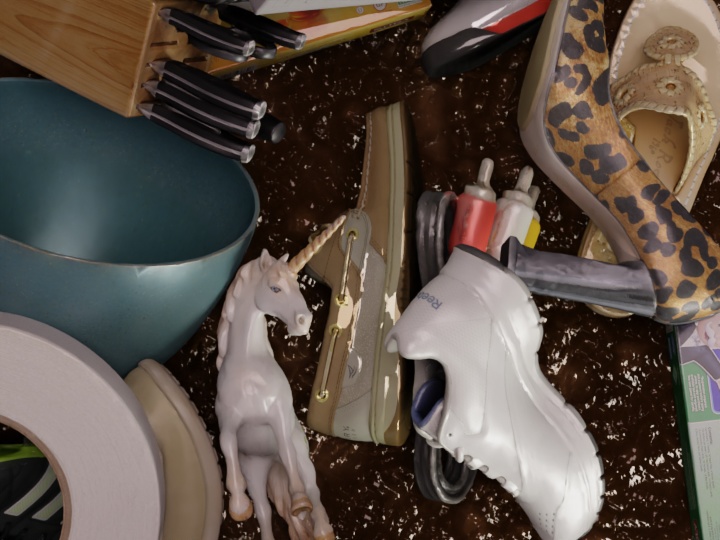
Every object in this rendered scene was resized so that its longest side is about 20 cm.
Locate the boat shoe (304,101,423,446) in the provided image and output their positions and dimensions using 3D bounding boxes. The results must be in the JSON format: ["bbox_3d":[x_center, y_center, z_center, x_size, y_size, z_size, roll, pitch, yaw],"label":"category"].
[{"bbox_3d":[0.000,0.000,1.551,0.066,0.074,0.200,1,79,10],"label":"boat shoe"}]

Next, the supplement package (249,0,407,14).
[{"bbox_3d":[0.029,-0.225,1.455,0.200,0.121,0.120,-9,68,-36],"label":"supplement package"}]

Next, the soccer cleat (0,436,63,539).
[{"bbox_3d":[-0.184,0.131,1.493,0.200,0.067,0.081,-1,92,-37],"label":"soccer cleat"}]

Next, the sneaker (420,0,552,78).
[{"bbox_3d":[0.098,-0.203,1.585,0.201,0.067,0.108,-32,86,-10],"label":"sneaker"}]

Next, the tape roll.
[{"bbox_3d":[-0.202,0.121,1.402,0.202,0.037,0.203,0,99,1],"label":"tape roll"}]

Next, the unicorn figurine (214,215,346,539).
[{"bbox_3d":[-0.050,0.080,1.482,0.074,0.200,0.138,-4,62,-14],"label":"unicorn figurine"}]

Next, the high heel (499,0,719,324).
[{"bbox_3d":[0.162,-0.072,1.533,0.142,0.071,0.200,10,85,-7],"label":"high heel"}]

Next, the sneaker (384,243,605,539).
[{"bbox_3d":[0.072,0.082,1.519,0.087,0.074,0.200,-38,118,-19],"label":"sneaker"}]

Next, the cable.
[{"bbox_3d":[0.061,0.033,1.547,0.050,0.097,0.200,2,78,32],"label":"cable"}]

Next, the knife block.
[{"bbox_3d":[-0.127,-0.118,1.494,0.200,0.064,0.176,-27,80,37],"label":"knife block"}]

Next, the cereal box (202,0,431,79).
[{"bbox_3d":[-0.057,-0.222,1.541,0.144,0.040,0.200,-18,87,-6],"label":"cereal box"}]

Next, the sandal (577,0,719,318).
[{"bbox_3d":[0.178,-0.077,1.575,0.078,0.070,0.212,15,83,-3],"label":"sandal"}]

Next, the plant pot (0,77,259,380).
[{"bbox_3d":[-0.169,-0.001,1.496,0.200,0.200,0.135,16,119,-3],"label":"plant pot"}]

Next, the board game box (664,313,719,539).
[{"bbox_3d":[0.257,0.101,1.583,0.134,0.029,0.200,-6,84,-6],"label":"board game box"}]

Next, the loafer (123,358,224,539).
[{"bbox_3d":[-0.119,0.145,1.465,0.068,0.076,0.200,-14,118,-25],"label":"loafer"}]
